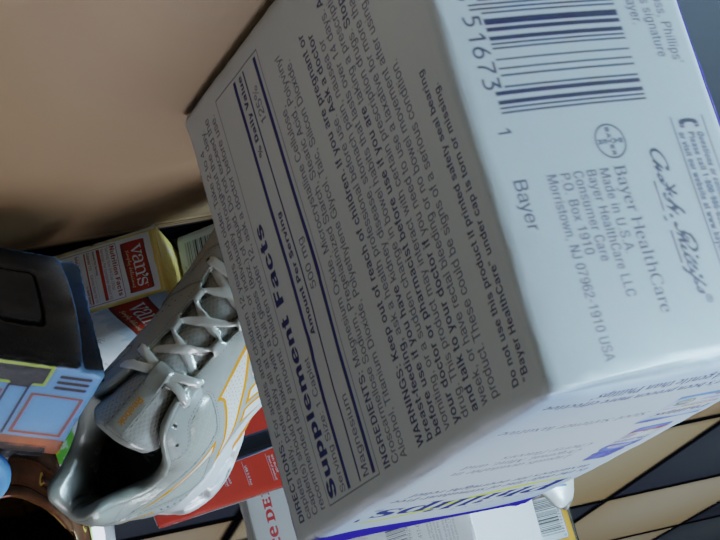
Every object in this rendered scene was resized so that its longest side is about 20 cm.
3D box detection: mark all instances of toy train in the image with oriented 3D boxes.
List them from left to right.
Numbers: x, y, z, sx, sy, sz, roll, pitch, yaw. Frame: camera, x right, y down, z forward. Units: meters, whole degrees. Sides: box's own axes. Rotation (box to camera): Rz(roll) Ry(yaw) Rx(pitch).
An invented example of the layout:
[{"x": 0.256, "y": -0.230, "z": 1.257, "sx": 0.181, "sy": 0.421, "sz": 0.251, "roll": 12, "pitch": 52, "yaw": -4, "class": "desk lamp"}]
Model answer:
[{"x": -0.212, "y": 0.039, "z": 0.775, "sx": 0.200, "sy": 0.087, "sz": 0.114, "roll": 11, "pitch": 129, "yaw": -32, "class": "toy train"}]

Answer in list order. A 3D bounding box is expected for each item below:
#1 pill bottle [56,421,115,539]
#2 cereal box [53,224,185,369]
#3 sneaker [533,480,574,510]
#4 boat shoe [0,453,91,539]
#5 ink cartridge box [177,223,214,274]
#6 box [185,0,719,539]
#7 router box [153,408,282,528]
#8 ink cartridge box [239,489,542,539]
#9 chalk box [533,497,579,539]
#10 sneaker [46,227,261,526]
[{"x": -0.249, "y": 0.140, "z": 1.053, "sx": 0.200, "sy": 0.111, "sz": 0.111, "roll": -11, "pitch": 163, "yaw": -13, "class": "pill bottle"}, {"x": -0.174, "y": 0.041, "z": 0.917, "sx": 0.200, "sy": 0.040, "sz": 0.144, "roll": -17, "pitch": 161, "yaw": 4, "class": "cereal box"}, {"x": 0.085, "y": 0.182, "z": 1.524, "sx": 0.200, "sy": 0.087, "sz": 0.075, "roll": -17, "pitch": 165, "yaw": 12, "class": "sneaker"}, {"x": -0.178, "y": 0.137, "z": 0.943, "sx": 0.072, "sy": 0.068, "sz": 0.200, "roll": -14, "pitch": 145, "yaw": -8, "class": "boat shoe"}, {"x": 0.000, "y": 0.000, "z": 0.938, "sx": 0.099, "sy": 0.039, "sz": 0.200, "roll": -21, "pitch": 161, "yaw": 21, "class": "ink cartridge box"}, {"x": 0.035, "y": -0.017, "z": 0.658, "sx": 0.105, "sy": 0.184, "sz": 0.200, "roll": -7, "pitch": 163, "yaw": -28, "class": "box"}, {"x": -0.015, "y": 0.083, "z": 1.079, "sx": 0.179, "sy": 0.049, "sz": 0.200, "roll": -20, "pitch": 180, "yaw": 18, "class": "router box"}, {"x": 0.011, "y": 0.174, "z": 1.360, "sx": 0.200, "sy": 0.129, "sz": 0.125, "roll": -21, "pitch": 162, "yaw": 24, "class": "ink cartridge box"}, {"x": 0.118, "y": 0.265, "z": 1.757, "sx": 0.124, "sy": 0.125, "sz": 0.200, "roll": -10, "pitch": 162, "yaw": -16, "class": "chalk box"}, {"x": -0.072, "y": 0.042, "z": 0.815, "sx": 0.200, "sy": 0.076, "sz": 0.092, "roll": -61, "pitch": 162, "yaw": 23, "class": "sneaker"}]
